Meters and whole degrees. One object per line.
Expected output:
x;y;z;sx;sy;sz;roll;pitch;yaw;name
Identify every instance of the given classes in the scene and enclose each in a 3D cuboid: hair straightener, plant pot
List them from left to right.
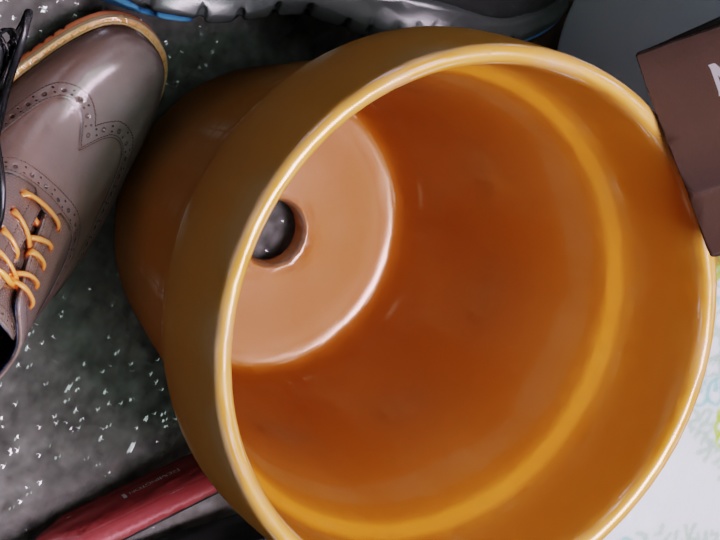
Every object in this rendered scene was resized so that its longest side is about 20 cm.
-0.118;0.140;1.123;0.199;0.041;0.077;-26;114;-20;hair straightener
0.000;0.000;1.068;0.199;0.183;0.201;-8;107;-26;plant pot

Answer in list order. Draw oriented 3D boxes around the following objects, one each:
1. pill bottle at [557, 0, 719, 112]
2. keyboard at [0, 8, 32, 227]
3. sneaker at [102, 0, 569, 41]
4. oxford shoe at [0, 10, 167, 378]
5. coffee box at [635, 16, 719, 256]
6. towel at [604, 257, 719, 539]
0.176;-0.055;1.158;0.200;0.116;0.116;28;89;-38;pill bottle
-0.168;-0.035;1.001;0.103;0.040;0.201;10;102;9;keyboard
-0.003;-0.130;1.096;0.199;0.073;0.082;3;100;-30;sneaker
-0.129;-0.006;1.060;0.071;0.073;0.200;37;84;-30;oxford shoe
0.207;-0.081;1.032;0.200;0.113;0.080;-26;97;-45;coffee box
0.102;0.053;1.217;0.200;0.048;0.172;30;89;-31;towel
